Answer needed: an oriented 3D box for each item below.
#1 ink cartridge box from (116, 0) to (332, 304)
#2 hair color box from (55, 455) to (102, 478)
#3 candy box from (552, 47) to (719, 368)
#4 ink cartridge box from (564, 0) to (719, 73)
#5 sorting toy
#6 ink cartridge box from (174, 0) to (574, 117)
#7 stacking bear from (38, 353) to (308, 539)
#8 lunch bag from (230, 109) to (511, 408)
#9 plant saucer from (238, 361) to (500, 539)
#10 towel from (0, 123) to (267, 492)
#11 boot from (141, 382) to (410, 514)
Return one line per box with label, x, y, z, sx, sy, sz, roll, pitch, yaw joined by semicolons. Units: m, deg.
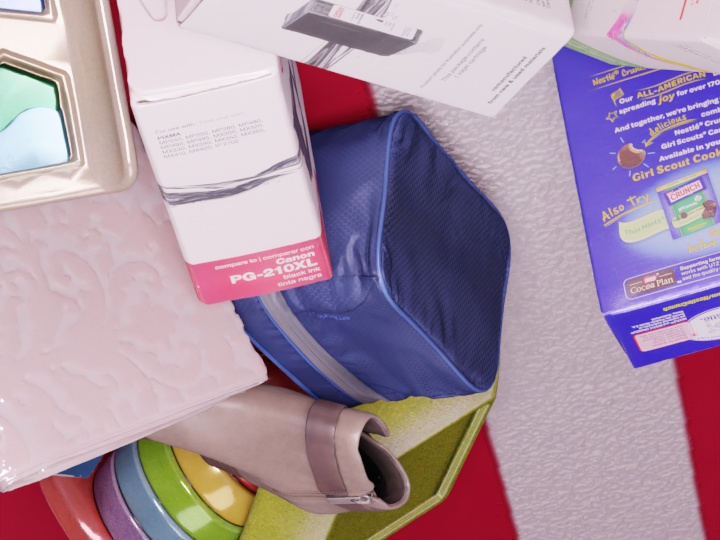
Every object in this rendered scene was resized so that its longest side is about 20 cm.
ink cartridge box;-0.077;-0.099;1.590;0.084;0.145;0.200;-11;146;2
hair color box;-0.204;0.020;1.686;0.100;0.201;0.061;8;144;-23
candy box;0.212;-0.062;1.658;0.168;0.201;0.077;-15;147;12
ink cartridge box;0.183;-0.166;1.490;0.067;0.118;0.200;19;176;-32
sorting toy;-0.231;-0.117;1.529;0.199;0.036;0.186;-9;101;4
ink cartridge box;0.000;-0.180;1.489;0.199;0.145;0.084;15;140;-29
stacking bear;-0.101;0.129;1.955;0.200;0.114;0.121;-35;161;20
lunch bag;0.000;0.000;1.756;0.132;0.136;0.200;-7;148;27
plant saucer;0.012;0.137;1.951;0.199;0.048;0.200;-30;157;-31
towel;-0.174;0.011;1.637;0.190;0.201;0.032;-19;163;-35
boot;-0.058;0.091;1.748;0.146;0.071;0.200;8;159;32
